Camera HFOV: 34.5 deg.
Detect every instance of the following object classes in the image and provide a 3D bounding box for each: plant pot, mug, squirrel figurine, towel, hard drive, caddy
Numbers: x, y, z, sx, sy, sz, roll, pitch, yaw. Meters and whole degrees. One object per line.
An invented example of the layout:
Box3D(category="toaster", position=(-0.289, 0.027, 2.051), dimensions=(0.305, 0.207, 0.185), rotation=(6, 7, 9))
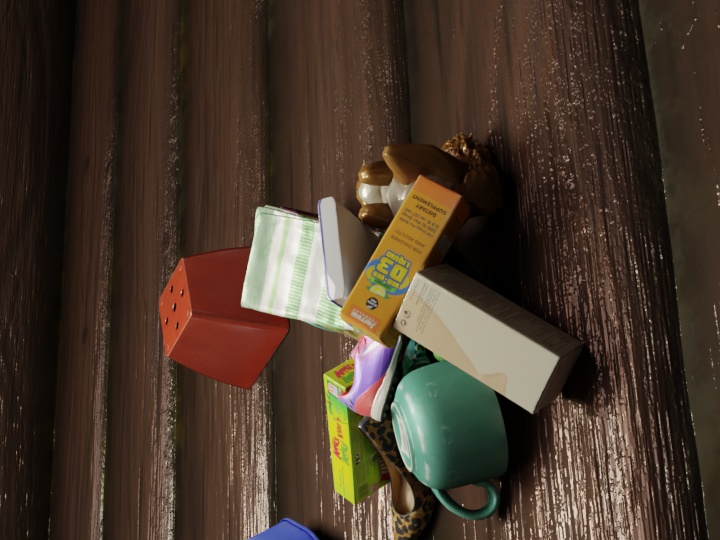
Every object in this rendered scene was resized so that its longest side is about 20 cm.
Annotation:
Box3D(category="plant pot", position=(-0.264, 0.077, 2.144), dimensions=(0.200, 0.175, 0.201), rotation=(-54, 38, 39))
Box3D(category="mug", position=(0.108, 0.205, 1.429), dimensions=(0.153, 0.113, 0.186), rotation=(92, 163, -57))
Box3D(category="squirrel figurine", position=(0.087, -0.106, 1.553), dimensions=(0.186, 0.198, 0.143), rotation=(-165, 64, -73))
Box3D(category="towel", position=(-0.072, -0.002, 1.668), dimensions=(0.198, 0.023, 0.154), rotation=(12, 95, 21))
Box3D(category="hard drive", position=(0.000, 0.000, 1.507), dimensions=(0.025, 0.200, 0.133), rotation=(-13, 69, 18))
Box3D(category="caddy", position=(-0.099, 0.468, 1.810), dimensions=(0.199, 0.104, 0.143), rotation=(6, 110, 61))

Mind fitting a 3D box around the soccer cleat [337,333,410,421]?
Box3D(category="soccer cleat", position=(0.027, 0.087, 1.470), dimensions=(0.068, 0.072, 0.202), rotation=(-6, -68, -74))

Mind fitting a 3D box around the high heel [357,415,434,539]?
Box3D(category="high heel", position=(0.035, 0.283, 1.562), dimensions=(0.071, 0.142, 0.202), rotation=(13, 94, 50))

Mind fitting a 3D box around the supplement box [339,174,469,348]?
Box3D(category="supplement box", position=(0.055, -0.010, 1.407), dimensions=(0.066, 0.069, 0.201), rotation=(28, 86, 18))

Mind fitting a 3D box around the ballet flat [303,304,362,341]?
Box3D(category="ballet flat", position=(-0.010, 0.066, 1.694), dimensions=(0.071, 0.198, 0.071), rotation=(-59, -14, -24))

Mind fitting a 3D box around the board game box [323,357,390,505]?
Box3D(category="board game box", position=(0.009, 0.211, 1.594), dimensions=(0.047, 0.101, 0.202), rotation=(27, 133, 41))

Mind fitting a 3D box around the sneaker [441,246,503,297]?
Box3D(category="sneaker", position=(0.149, 0.065, 1.486), dimensions=(0.201, 0.083, 0.121), rotation=(55, 177, 13))

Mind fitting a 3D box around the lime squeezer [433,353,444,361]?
Box3D(category="lime squeezer", position=(0.116, 0.079, 1.584), dimensions=(0.071, 0.037, 0.201), rotation=(-64, 32, 31))

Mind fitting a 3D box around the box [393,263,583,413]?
Box3D(category="box", position=(0.149, 0.076, 1.361), dimensions=(0.199, 0.095, 0.078), rotation=(32, 110, 23))

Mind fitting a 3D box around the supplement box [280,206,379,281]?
Box3D(category="supplement box", position=(-0.058, -0.031, 1.800), dimensions=(0.200, 0.129, 0.104), rotation=(-156, 77, -74))

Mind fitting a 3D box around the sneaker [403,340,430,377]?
Box3D(category="sneaker", position=(0.072, 0.114, 1.619), dimensions=(0.079, 0.077, 0.202), rotation=(23, 116, 60))
